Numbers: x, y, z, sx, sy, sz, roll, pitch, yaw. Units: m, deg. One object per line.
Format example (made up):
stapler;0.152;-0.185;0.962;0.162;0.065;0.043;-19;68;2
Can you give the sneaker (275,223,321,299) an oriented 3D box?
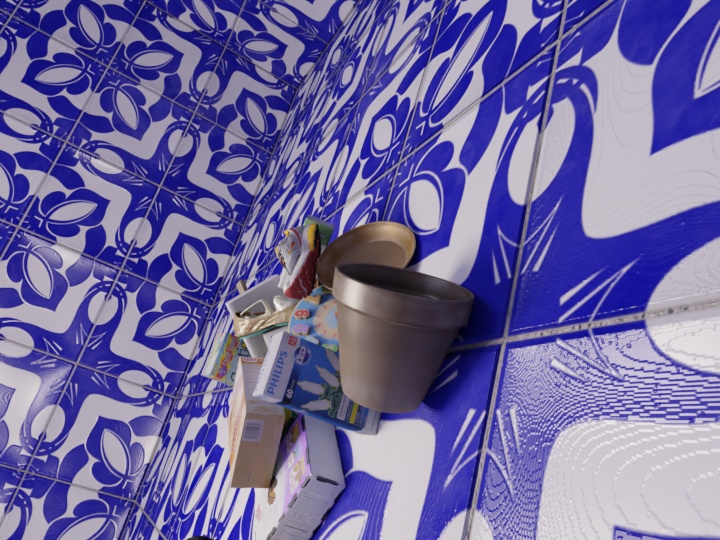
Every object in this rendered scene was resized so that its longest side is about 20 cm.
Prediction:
sneaker;-0.126;-0.015;1.096;0.201;0.081;0.078;-85;-10;-54

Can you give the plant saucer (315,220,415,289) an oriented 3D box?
plant saucer;0.013;-0.018;1.073;0.198;0.036;0.201;-15;38;12

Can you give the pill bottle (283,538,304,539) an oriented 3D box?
pill bottle;-0.129;0.505;0.835;0.201;0.110;0.111;-58;21;20

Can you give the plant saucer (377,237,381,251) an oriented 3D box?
plant saucer;0.000;0.000;1.210;0.201;0.034;0.201;-52;23;32

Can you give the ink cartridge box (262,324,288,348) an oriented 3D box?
ink cartridge box;-0.102;0.148;1.125;0.146;0.083;0.200;-25;13;-15

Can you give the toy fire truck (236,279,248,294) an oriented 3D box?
toy fire truck;-0.207;0.093;1.379;0.176;0.199;0.129;-48;26;40

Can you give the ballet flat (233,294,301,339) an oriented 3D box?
ballet flat;-0.180;0.087;1.166;0.198;0.066;0.071;-18;6;14

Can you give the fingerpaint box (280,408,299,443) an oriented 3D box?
fingerpaint box;-0.154;0.307;1.183;0.168;0.073;0.200;-57;20;19

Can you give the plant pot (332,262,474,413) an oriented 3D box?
plant pot;0.044;0.095;0.800;0.200;0.198;0.175;-138;59;-69

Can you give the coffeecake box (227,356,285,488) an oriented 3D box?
coffeecake box;-0.201;0.279;1.066;0.200;0.072;0.155;-126;47;-66

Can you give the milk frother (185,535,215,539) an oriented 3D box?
milk frother;-0.307;0.601;1.063;0.200;0.187;0.182;-39;31;50

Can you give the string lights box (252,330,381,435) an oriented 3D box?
string lights box;-0.059;0.182;0.903;0.059;0.199;0.104;-26;44;60

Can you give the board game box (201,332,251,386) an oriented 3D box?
board game box;-0.259;0.234;1.349;0.103;0.199;0.106;-21;47;62

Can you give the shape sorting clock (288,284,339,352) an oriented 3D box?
shape sorting clock;-0.036;0.084;1.027;0.201;0.198;0.039;-87;-10;-46

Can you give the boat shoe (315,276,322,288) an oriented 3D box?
boat shoe;-0.064;0.037;1.189;0.201;0.071;0.068;-87;22;-60

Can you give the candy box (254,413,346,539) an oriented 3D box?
candy box;-0.114;0.381;1.000;0.201;0.071;0.168;-59;21;16

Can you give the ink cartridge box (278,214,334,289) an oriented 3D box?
ink cartridge box;-0.124;-0.015;1.240;0.117;0.067;0.202;-102;35;-82

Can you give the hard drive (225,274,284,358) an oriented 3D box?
hard drive;-0.199;0.129;1.264;0.131;0.202;0.025;-31;18;-26

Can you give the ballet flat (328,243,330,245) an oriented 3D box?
ballet flat;-0.069;-0.032;1.391;0.200;0.074;0.075;-19;49;67
